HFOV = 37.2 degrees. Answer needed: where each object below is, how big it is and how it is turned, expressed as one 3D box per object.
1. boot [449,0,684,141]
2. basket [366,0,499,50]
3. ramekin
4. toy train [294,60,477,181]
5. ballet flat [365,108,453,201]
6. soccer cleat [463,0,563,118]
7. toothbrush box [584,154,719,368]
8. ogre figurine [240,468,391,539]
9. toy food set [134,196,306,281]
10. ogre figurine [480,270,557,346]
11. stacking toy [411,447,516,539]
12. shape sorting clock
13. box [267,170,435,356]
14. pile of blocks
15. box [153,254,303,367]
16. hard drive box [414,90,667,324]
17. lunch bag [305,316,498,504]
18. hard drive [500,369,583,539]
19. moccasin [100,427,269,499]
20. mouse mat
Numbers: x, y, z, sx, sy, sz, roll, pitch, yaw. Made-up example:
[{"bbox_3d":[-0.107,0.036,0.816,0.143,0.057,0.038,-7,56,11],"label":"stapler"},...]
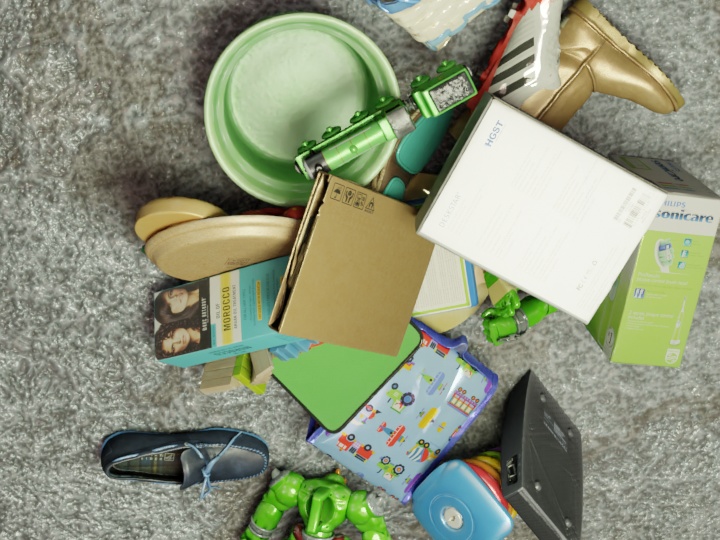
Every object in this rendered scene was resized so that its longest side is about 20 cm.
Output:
[{"bbox_3d":[0.226,-0.171,1.173,0.175,0.066,0.200,41,102,-7],"label":"boot"},{"bbox_3d":[0.056,-0.325,1.034,0.176,0.139,0.200,-35,143,7],"label":"basket"},{"bbox_3d":[-0.062,-0.174,1.114,0.200,0.098,0.200,-2,112,-6],"label":"ramekin"},{"bbox_3d":[0.024,-0.144,1.052,0.200,0.056,0.042,-30,113,4],"label":"toy train"},{"bbox_3d":[0.028,-0.112,1.155,0.200,0.065,0.071,-59,144,-11],"label":"ballet flat"},{"bbox_3d":[0.180,-0.230,1.101,0.085,0.069,0.200,27,106,-4],"label":"soccer cleat"},{"bbox_3d":[0.318,-0.012,1.201,0.086,0.146,0.200,6,112,-9],"label":"toothbrush box"},{"bbox_3d":[-0.043,0.311,1.299,0.200,0.098,0.120,18,110,31],"label":"ogre figurine"},{"bbox_3d":[-0.133,-0.030,1.124,0.200,0.198,0.049,-4,74,-4],"label":"toy food set"},{"bbox_3d":[0.195,-0.023,1.192,0.120,0.098,0.200,-9,91,-31],"label":"ogre figurine"},{"bbox_3d":[0.165,0.256,1.289,0.110,0.200,0.116,48,130,16],"label":"stacking toy"},{"bbox_3d":[0.058,-0.016,1.224,0.200,0.039,0.200,-1,110,-3],"label":"shape sorting clock"},{"bbox_3d":[0.000,0.000,1.103,0.200,0.021,0.164,16,93,-52],"label":"box"},{"bbox_3d":[-0.082,0.087,1.180,0.200,0.082,0.062,-33,133,15],"label":"pile of blocks"},{"bbox_3d":[-0.133,0.045,1.153,0.200,0.082,0.049,-15,160,30],"label":"box"},{"bbox_3d":[0.178,-0.064,1.079,0.200,0.077,0.156,28,103,-6],"label":"hard drive box"},{"bbox_3d":[0.055,0.149,1.251,0.150,0.094,0.200,36,110,-18],"label":"lunch bag"},{"bbox_3d":[0.215,0.227,1.263,0.042,0.200,0.135,-28,115,27],"label":"hard drive"},{"bbox_3d":[-0.208,0.236,1.277,0.200,0.068,0.081,-2,112,-6],"label":"moccasin"},{"bbox_3d":[-0.047,0.064,1.211,0.200,0.008,0.161,45,100,9],"label":"mouse mat"}]
